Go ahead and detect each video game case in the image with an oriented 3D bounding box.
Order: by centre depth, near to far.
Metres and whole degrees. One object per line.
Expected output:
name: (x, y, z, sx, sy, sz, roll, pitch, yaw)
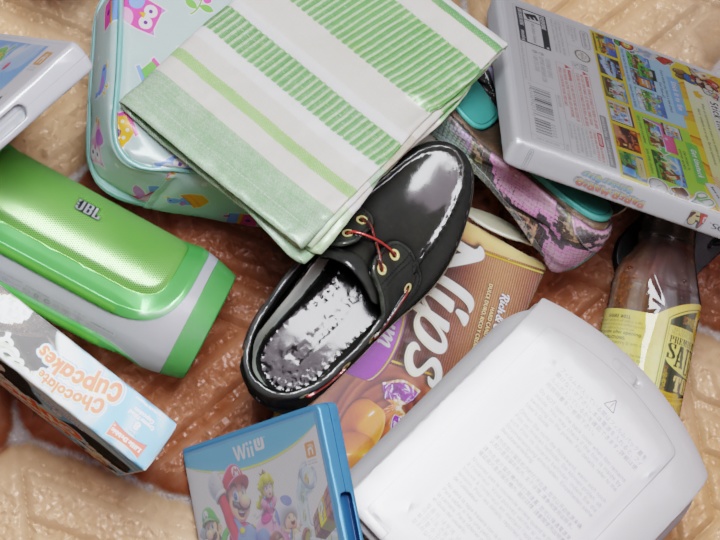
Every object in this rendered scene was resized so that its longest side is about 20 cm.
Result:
video game case: (-0.263, -0.076, 1.046, 0.182, 0.199, 0.022, -44, 117, -16)
video game case: (-0.045, 0.192, 1.060, 0.018, 0.143, 0.202, -3, 77, -41)
video game case: (0.172, -0.100, 1.153, 0.180, 0.023, 0.201, 18, 33, -12)

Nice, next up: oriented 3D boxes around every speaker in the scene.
speaker: (-0.181, -0.011, 1.100, 0.199, 0.088, 0.089, 28, 74, -5)

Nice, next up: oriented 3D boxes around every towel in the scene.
towel: (-0.024, -0.117, 1.079, 0.152, 0.023, 0.200, 40, 66, 10)

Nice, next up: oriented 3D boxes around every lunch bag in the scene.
lunch bag: (-0.074, -0.115, 1.134, 0.198, 0.077, 0.162, 7, 69, -24)

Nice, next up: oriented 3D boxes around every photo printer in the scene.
photo printer: (0.102, 0.130, 1.077, 0.200, 0.069, 0.166, -44, 88, -14)

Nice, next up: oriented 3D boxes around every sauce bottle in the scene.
sauce bottle: (0.190, 0.038, 1.165, 0.065, 0.066, 0.202, 13, 85, -8)

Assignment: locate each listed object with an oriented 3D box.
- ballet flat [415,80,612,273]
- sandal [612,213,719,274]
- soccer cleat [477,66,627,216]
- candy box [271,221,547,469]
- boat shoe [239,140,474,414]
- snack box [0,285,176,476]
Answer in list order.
ballet flat: (0.074, -0.075, 1.137, 0.200, 0.069, 0.071, 45, 117, 6)
sandal: (0.257, -0.055, 1.219, 0.200, 0.045, 0.075, -43, 89, -16)
soccer cleat: (0.102, -0.098, 1.195, 0.199, 0.073, 0.069, 29, 104, 12)
candy box: (0.026, 0.060, 1.143, 0.116, 0.056, 0.201, 29, 76, -5)
boat shoe: (0.002, 0.002, 1.076, 0.073, 0.063, 0.202, 39, 83, 6)
snack box: (-0.205, 0.048, 1.056, 0.199, 0.116, 0.037, 39, 74, -7)
